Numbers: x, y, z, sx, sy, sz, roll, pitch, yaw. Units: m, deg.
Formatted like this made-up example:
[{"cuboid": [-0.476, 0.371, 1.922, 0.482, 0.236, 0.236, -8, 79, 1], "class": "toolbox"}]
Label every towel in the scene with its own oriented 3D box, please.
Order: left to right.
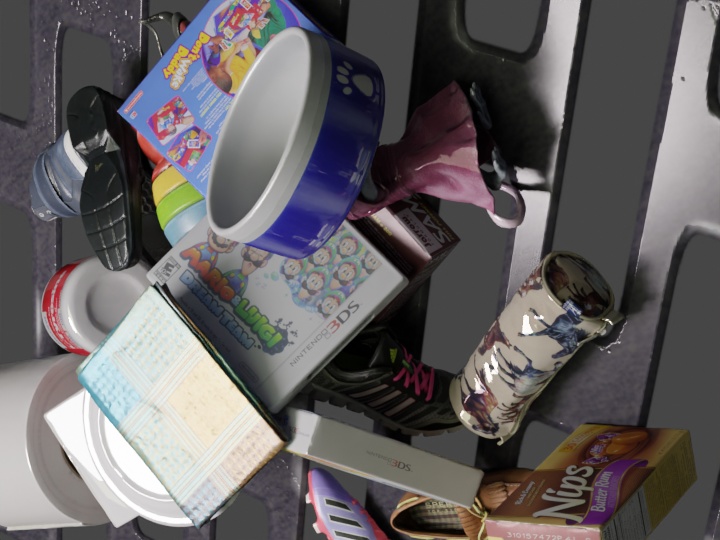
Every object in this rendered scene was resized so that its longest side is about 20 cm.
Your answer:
[{"cuboid": [-0.173, 0.129, 1.485, 0.200, 0.022, 0.147, 49, 116, 9], "class": "towel"}]

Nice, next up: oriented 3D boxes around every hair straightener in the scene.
[{"cuboid": [-0.158, -0.199, 1.604, 0.200, 0.041, 0.077, 36, 126, 18], "class": "hair straightener"}]

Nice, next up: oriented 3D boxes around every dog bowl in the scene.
[{"cuboid": [-0.061, -0.114, 1.399, 0.079, 0.200, 0.200, 20, 133, -24], "class": "dog bowl"}]

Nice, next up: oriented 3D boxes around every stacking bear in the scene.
[{"cuboid": [-0.168, -0.087, 1.619, 0.121, 0.114, 0.200, -28, 79, 7], "class": "stacking bear"}]

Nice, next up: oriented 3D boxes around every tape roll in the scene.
[{"cuboid": [-0.356, 0.200, 1.820, 0.139, 0.203, 0.203, -11, 103, 38], "class": "tape roll"}]

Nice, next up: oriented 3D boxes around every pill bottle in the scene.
[{"cuboid": [-0.291, 0.040, 1.721, 0.112, 0.112, 0.200, 66, 160, -6], "class": "pill bottle"}]

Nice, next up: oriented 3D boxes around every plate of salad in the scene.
[{"cuboid": [-0.188, 0.154, 1.534, 0.200, 0.048, 0.200, 5, 101, 26], "class": "plate of salad"}]

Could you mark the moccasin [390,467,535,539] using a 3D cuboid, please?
[{"cuboid": [0.118, 0.242, 1.577, 0.201, 0.078, 0.074, -4, 108, 37], "class": "moccasin"}]

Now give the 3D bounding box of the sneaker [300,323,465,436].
[{"cuboid": [0.030, 0.102, 1.535, 0.200, 0.074, 0.087, 17, 139, -5], "class": "sneaker"}]

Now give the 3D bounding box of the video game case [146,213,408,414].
[{"cuboid": [-0.083, 0.008, 1.505, 0.182, 0.024, 0.200, -45, 66, 0], "class": "video game case"}]

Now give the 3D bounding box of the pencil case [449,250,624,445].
[{"cuboid": [0.161, 0.077, 1.473, 0.089, 0.078, 0.200, 53, 131, 24], "class": "pencil case"}]

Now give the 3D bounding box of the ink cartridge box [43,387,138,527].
[{"cuboid": [-0.206, 0.153, 1.672, 0.147, 0.200, 0.145, -33, 91, 21], "class": "ink cartridge box"}]

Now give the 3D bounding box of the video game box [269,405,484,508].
[{"cuboid": [-0.009, 0.178, 1.541, 0.182, 0.200, 0.047, 0, 71, 60], "class": "video game box"}]

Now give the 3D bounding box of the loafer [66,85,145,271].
[{"cuboid": [-0.252, -0.096, 1.635, 0.073, 0.072, 0.200, -16, 77, 34], "class": "loafer"}]

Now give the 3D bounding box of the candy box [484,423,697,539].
[{"cuboid": [0.213, 0.207, 1.414, 0.117, 0.200, 0.056, -1, 109, 36], "class": "candy box"}]

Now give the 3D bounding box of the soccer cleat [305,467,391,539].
[{"cuboid": [0.006, 0.301, 1.704, 0.076, 0.067, 0.200, -26, 88, 9], "class": "soccer cleat"}]

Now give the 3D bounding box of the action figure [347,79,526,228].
[{"cuboid": [0.036, -0.094, 1.457, 0.200, 0.134, 0.149, -23, 122, 16], "class": "action figure"}]

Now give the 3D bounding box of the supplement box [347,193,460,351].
[{"cuboid": [0.000, 0.000, 1.566, 0.109, 0.061, 0.200, 48, 130, 10], "class": "supplement box"}]

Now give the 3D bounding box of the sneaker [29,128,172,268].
[{"cuboid": [-0.285, -0.064, 1.738, 0.146, 0.077, 0.202, -24, 103, 49], "class": "sneaker"}]

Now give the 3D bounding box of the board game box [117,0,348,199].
[{"cuboid": [-0.125, -0.185, 1.529, 0.134, 0.045, 0.200, 45, 102, 12], "class": "board game box"}]
